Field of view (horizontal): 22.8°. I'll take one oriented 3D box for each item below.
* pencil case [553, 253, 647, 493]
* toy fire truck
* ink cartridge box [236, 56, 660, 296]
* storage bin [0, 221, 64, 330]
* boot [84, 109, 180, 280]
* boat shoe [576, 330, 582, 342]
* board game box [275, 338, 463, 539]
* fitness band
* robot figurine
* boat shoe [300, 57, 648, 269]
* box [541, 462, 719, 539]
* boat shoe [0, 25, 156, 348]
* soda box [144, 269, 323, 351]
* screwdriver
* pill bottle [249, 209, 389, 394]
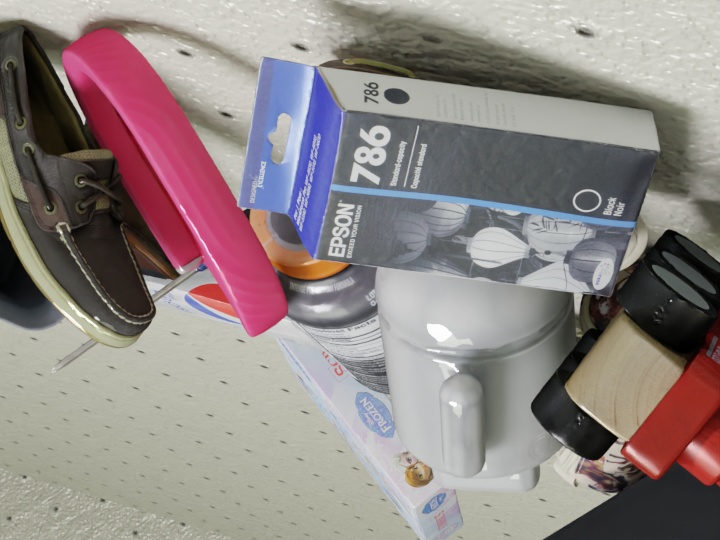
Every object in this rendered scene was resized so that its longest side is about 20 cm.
[{"bbox_3d":[0.166,0.070,1.135,0.078,0.089,0.200,58,164,28],"label":"pencil case"},{"bbox_3d":[0.212,0.071,0.915,0.200,0.129,0.176,39,-164,7],"label":"toy fire truck"},{"bbox_3d":[0.041,-0.045,0.894,0.199,0.039,0.100,7,131,-5],"label":"ink cartridge box"},{"bbox_3d":[-0.306,-0.039,1.313,0.200,0.146,0.134,25,173,-22],"label":"storage bin"},{"bbox_3d":[-0.149,-0.050,1.187,0.074,0.097,0.200,15,176,10],"label":"boot"},{"bbox_3d":[0.164,0.073,1.260,0.199,0.063,0.071,3,121,-2],"label":"boat shoe"},{"bbox_3d":[0.006,0.127,1.479,0.200,0.041,0.200,51,173,17],"label":"board game box"},{"bbox_3d":[-0.109,-0.049,1.040,0.200,0.037,0.144,59,169,-10],"label":"fitness band"},{"bbox_3d":[0.069,0.040,1.041,0.112,0.170,0.201,-1,130,10],"label":"robot figurine"},{"bbox_3d":[0.062,-0.057,0.949,0.199,0.060,0.072,19,125,-15],"label":"boat shoe"},{"bbox_3d":[0.225,0.162,1.168,0.200,0.079,0.141,-34,161,13],"label":"box"},{"bbox_3d":[-0.174,-0.052,1.047,0.066,0.201,0.072,-35,171,24],"label":"boat shoe"},{"bbox_3d":[-0.086,0.003,1.306,0.199,0.068,0.063,16,164,13],"label":"soda box"},{"bbox_3d":[-0.122,0.005,1.174,0.028,0.200,0.029,49,168,49],"label":"screwdriver"},{"bbox_3d":[0.000,0.000,1.125,0.106,0.107,0.200,11,163,25],"label":"pill bottle"}]
